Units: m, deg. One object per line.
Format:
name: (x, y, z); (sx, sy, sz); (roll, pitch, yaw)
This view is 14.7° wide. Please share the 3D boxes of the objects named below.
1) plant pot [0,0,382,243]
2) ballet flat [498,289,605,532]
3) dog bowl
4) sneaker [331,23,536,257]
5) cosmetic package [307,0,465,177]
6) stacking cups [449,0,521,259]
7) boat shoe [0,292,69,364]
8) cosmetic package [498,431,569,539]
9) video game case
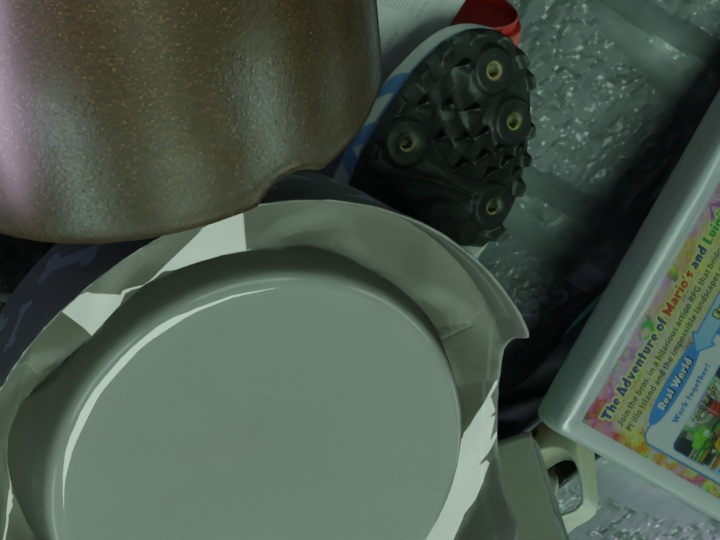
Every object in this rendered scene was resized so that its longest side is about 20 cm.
plant pot: (-0.081, -0.130, 0.820); (0.199, 0.201, 0.199); (-14, 126, -5)
ballet flat: (0.090, 0.062, 1.108); (0.200, 0.073, 0.073); (-36, 128, 13)
dog bowl: (-0.040, 0.056, 0.922); (0.199, 0.059, 0.201); (-9, 119, -17)
sneaker: (0.000, 0.000, 0.986); (0.072, 0.073, 0.201); (12, 111, -31)
cosmetic package: (-0.028, -0.077, 0.979); (0.082, 0.051, 0.200); (16, 122, -31)
stacking cups: (0.020, -0.006, 1.035); (0.060, 0.061, 0.201); (0, 121, -16)
boat shoe: (-0.121, 0.042, 0.955); (0.199, 0.071, 0.069); (7, 157, -42)
cosmetic package: (-0.012, 0.146, 1.033); (0.199, 0.106, 0.071); (-16, 145, 3)
video game case: (0.183, 0.007, 1.077); (0.182, 0.024, 0.201); (29, 91, -32)
